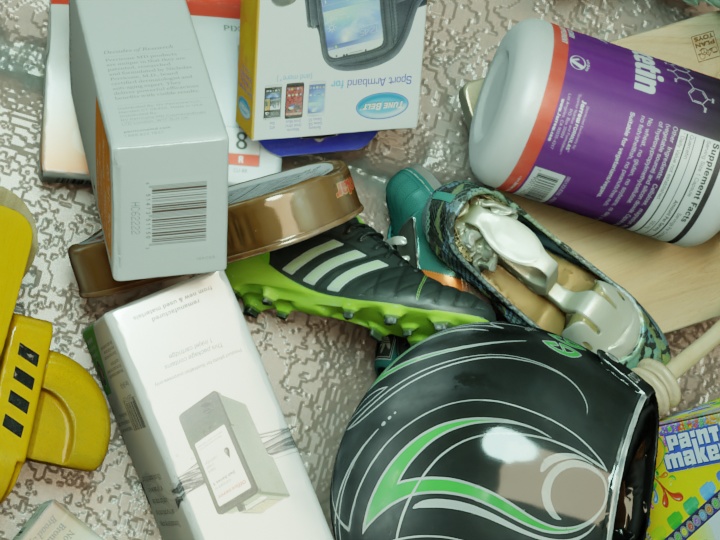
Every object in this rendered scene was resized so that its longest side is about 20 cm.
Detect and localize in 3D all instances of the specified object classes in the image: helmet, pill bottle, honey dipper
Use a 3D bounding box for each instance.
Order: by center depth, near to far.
[{"bbox_3d":[0.077,0.131,1.412,0.190,0.200,0.201,10,81,16],"label":"helmet"},{"bbox_3d":[0.177,-0.084,1.483,0.199,0.112,0.113,17,81,-10],"label":"pill bottle"},{"bbox_3d":[0.235,0.044,1.506,0.200,0.038,0.038,-35,92,-26],"label":"honey dipper"}]

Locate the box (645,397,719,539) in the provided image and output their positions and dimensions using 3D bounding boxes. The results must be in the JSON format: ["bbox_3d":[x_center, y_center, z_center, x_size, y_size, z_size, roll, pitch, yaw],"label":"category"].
[{"bbox_3d":[0.302,0.167,1.515,0.199,0.122,0.194,-14,87,-37],"label":"box"}]

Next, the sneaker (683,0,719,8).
[{"bbox_3d":[0.194,-0.203,1.555,0.118,0.074,0.201,-31,50,-12],"label":"sneaker"}]

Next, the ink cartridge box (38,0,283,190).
[{"bbox_3d":[-0.129,-0.154,1.530,0.161,0.050,0.201,3,87,-12],"label":"ink cartridge box"}]

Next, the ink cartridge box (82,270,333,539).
[{"bbox_3d":[-0.098,0.112,1.459,0.084,0.145,0.201,-22,89,-14],"label":"ink cartridge box"}]

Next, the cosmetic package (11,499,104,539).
[{"bbox_3d":[-0.154,0.247,1.464,0.200,0.087,0.104,39,77,-6],"label":"cosmetic package"}]

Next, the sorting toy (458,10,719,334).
[{"bbox_3d":[0.182,-0.054,1.574,0.199,0.070,0.200,-17,88,-13],"label":"sorting toy"}]

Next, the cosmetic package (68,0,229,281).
[{"bbox_3d":[-0.132,-0.096,1.395,0.071,0.200,0.102,-6,129,-12],"label":"cosmetic package"}]

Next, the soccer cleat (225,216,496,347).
[{"bbox_3d":[0.000,0.000,1.495,0.199,0.068,0.081,11,72,25],"label":"soccer cleat"}]

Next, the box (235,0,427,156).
[{"bbox_3d":[-0.017,-0.165,1.475,0.118,0.041,0.201,-6,115,-20],"label":"box"}]

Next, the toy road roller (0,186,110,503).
[{"bbox_3d":[-0.229,0.055,1.456,0.145,0.123,0.201,16,82,-25],"label":"toy road roller"}]

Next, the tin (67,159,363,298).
[{"bbox_3d":[-0.095,-0.028,1.464,0.199,0.112,0.042,-15,95,21],"label":"tin"}]

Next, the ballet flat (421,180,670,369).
[{"bbox_3d":[0.125,0.014,1.485,0.200,0.074,0.074,34,79,-8],"label":"ballet flat"}]

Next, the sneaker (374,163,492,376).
[{"bbox_3d":[0.043,0.031,1.535,0.080,0.071,0.201,-17,89,-17],"label":"sneaker"}]
